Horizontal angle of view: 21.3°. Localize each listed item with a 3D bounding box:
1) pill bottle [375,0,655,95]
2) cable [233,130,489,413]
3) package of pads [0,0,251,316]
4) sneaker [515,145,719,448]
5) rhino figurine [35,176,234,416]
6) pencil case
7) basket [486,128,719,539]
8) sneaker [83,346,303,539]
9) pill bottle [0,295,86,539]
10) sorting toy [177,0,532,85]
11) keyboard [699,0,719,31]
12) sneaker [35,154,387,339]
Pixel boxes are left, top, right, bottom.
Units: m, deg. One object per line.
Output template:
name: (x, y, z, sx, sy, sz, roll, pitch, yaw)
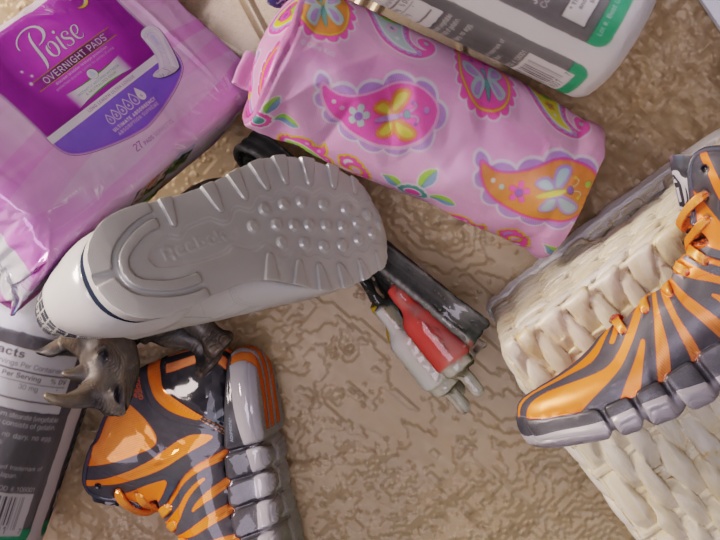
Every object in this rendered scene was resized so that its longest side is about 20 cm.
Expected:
pill bottle: (0.052, -0.180, 0.990, 0.200, 0.113, 0.113, 25, 100, -10)
cable: (0.000, 0.000, 1.079, 0.200, 0.097, 0.050, 41, 79, -2)
package of pads: (-0.160, -0.079, 1.025, 0.120, 0.200, 0.076, 44, 138, 0)
sneaker: (0.153, 0.005, 0.915, 0.200, 0.078, 0.112, -25, 90, 6)
rhino figurine: (-0.107, 0.017, 1.051, 0.087, 0.200, 0.060, 44, 139, 4)
pencil case: (0.032, -0.080, 1.038, 0.200, 0.087, 0.088, 22, 100, -12)
basket: (0.199, 0.051, 1.033, 0.198, 0.161, 0.200, -36, 95, 9)
sneaker: (-0.097, 0.147, 1.121, 0.112, 0.078, 0.201, -8, 87, 11)
pill bottle: (-0.207, 0.053, 1.099, 0.113, 0.113, 0.200, 20, 100, 3)
sorting toy: (0.019, -0.171, 1.084, 0.200, 0.036, 0.185, 31, 101, -4)
keyboard: (0.255, -0.108, 1.080, 0.056, 0.011, 0.200, -34, 93, 15)
sneaker: (-0.074, -0.007, 0.998, 0.080, 0.200, 0.077, -35, 70, 48)
